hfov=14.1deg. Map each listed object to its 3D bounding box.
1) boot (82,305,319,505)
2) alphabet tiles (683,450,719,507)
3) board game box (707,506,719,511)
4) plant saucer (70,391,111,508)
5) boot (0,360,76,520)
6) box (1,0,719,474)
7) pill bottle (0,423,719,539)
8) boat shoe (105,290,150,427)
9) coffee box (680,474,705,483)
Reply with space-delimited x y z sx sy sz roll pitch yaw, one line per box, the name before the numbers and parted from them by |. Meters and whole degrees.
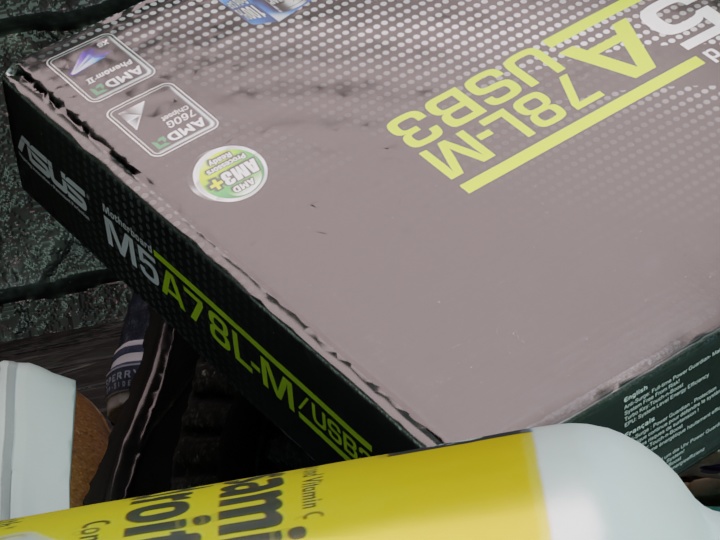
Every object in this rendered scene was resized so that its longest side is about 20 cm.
boot | 0.002 0.002 0.823 0.079 0.212 0.158 25 -31 -21
alphabet tiles | 0.092 0.071 0.862 0.166 0.008 0.200 10 -15 -26
board game box | 0.047 0.100 0.717 0.199 0.045 0.152 -12 3 -31
plant saucer | -0.172 0.084 0.895 0.199 0.036 0.201 -19 31 12
boot | -0.116 0.086 0.680 0.095 0.074 0.200 4 27 -7
box | 0.043 -0.030 0.731 0.199 0.048 0.193 -28 44 -25
pill bottle | 0.005 0.087 0.492 0.199 0.113 0.112 -10 3 2
boat shoe | 0.010 0.031 0.957 0.200 0.091 0.071 24 -23 -35
coffee box | 0.147 0.031 0.925 0.113 0.080 0.200 -9 -10 33
